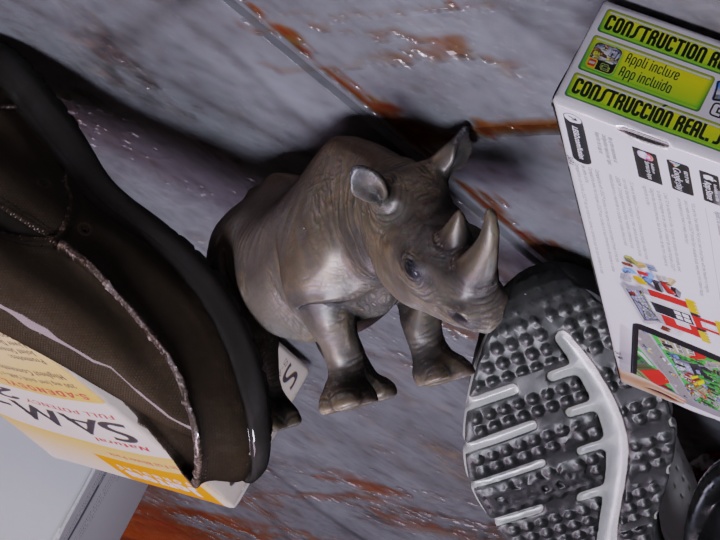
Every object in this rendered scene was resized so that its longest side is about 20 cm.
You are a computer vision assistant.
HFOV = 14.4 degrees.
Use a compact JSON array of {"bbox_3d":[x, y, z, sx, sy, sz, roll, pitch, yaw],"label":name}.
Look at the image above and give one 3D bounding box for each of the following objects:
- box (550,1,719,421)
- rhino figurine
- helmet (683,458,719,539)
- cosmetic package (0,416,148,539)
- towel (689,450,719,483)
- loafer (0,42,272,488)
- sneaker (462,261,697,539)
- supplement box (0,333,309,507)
[{"bbox_3d":[0.122,0.001,0.829,0.110,0.035,0.200,22,161,19],"label":"box"},{"bbox_3d":[0.000,0.000,0.941,0.200,0.060,0.087,-23,83,67],"label":"rhino figurine"},{"bbox_3d":[0.197,0.101,0.747,0.191,0.200,0.200,-9,166,-11],"label":"helmet"},{"bbox_3d":[-0.214,0.078,1.398,0.199,0.123,0.200,26,161,5],"label":"cosmetic package"},{"bbox_3d":[0.182,0.159,1.103,0.200,0.023,0.144,49,165,8],"label":"towel"},{"bbox_3d":[-0.105,0.007,0.999,0.200,0.071,0.073,48,153,25],"label":"loafer"},{"bbox_3d":[0.081,0.071,1.008,0.074,0.080,0.200,-11,127,9],"label":"sneaker"},{"bbox_3d":[-0.133,0.012,1.176,0.126,0.074,0.200,11,156,45],"label":"supplement box"}]
